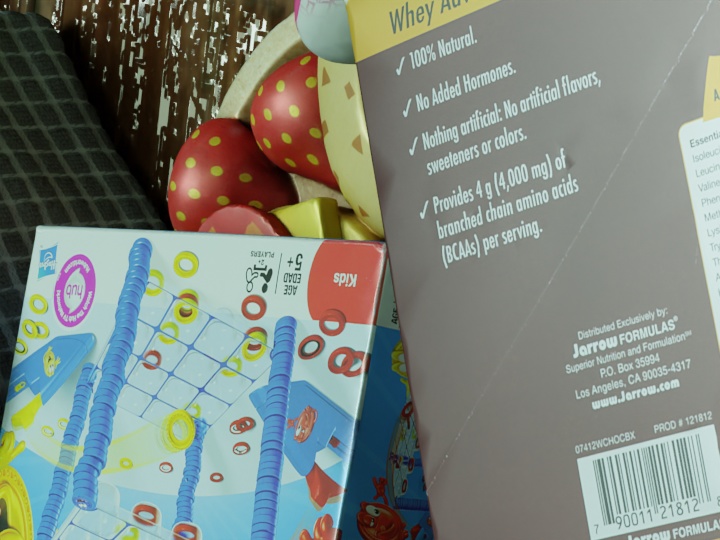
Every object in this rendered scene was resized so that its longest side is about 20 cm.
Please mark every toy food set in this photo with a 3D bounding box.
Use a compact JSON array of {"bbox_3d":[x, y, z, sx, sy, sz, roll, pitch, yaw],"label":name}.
[{"bbox_3d":[0.000,0.000,1.015,0.200,0.049,0.199,-18,78,45],"label":"toy food set"}]

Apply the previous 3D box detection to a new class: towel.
[{"bbox_3d":[-0.156,-0.016,1.094,0.086,0.165,0.201,-42,65,37],"label":"towel"}]

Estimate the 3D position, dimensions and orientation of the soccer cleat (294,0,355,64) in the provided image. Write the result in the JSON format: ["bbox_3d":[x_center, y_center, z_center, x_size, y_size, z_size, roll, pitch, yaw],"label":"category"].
[{"bbox_3d":[0.063,-0.123,0.898,0.200,0.070,0.086,-45,63,15],"label":"soccer cleat"}]

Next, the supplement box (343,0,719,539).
[{"bbox_3d":[0.120,-0.007,0.824,0.197,0.132,0.201,-19,77,46],"label":"supplement box"}]

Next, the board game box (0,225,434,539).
[{"bbox_3d":[-0.048,0.088,0.958,0.200,0.056,0.197,3,81,51],"label":"board game box"}]
